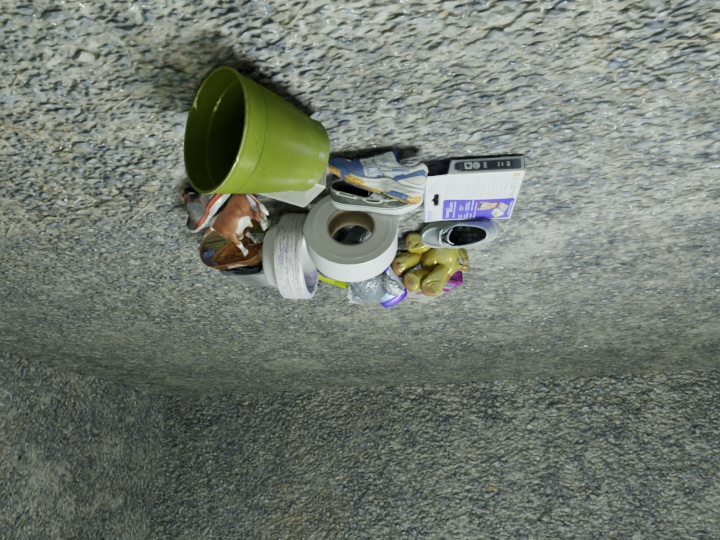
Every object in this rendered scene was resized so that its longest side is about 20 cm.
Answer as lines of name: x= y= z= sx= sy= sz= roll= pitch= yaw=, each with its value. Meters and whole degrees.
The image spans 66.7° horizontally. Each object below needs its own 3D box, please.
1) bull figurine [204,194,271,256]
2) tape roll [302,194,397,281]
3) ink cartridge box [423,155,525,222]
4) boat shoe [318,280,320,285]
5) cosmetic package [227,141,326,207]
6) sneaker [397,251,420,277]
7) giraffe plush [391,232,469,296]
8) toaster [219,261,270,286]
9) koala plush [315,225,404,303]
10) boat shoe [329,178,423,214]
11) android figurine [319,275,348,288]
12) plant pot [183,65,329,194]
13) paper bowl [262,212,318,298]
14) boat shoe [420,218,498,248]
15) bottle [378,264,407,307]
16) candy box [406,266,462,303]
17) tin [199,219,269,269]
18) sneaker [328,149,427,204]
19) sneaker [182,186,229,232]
bull figurine: x=-0.282 y=-0.109 z=1.259 sx=0.121 sy=0.065 sz=0.200 roll=41 pitch=140 yaw=-6
tape roll: x=-0.020 y=-0.077 z=1.182 sx=0.202 sy=0.203 sz=0.071 roll=0 pitch=149 yaw=2
ink cartridge box: x=0.233 y=-0.169 z=1.166 sx=0.200 sy=0.043 sz=0.198 roll=-3 pitch=157 yaw=4
boat shoe: x=-0.206 y=0.007 z=1.566 sx=0.199 sy=0.068 sz=0.074 roll=13 pitch=154 yaw=-27
cosmetic package: x=-0.176 y=-0.199 z=1.072 sx=0.200 sy=0.071 sz=0.105 roll=15 pitch=154 yaw=-30
sneaker: x=0.066 y=-0.003 z=1.497 sx=0.200 sy=0.096 sz=0.079 roll=1 pitch=157 yaw=0
giraffe plush: x=0.198 y=-0.020 z=1.427 sx=0.200 sy=0.173 sz=0.162 roll=-40 pitch=159 yaw=6
toaster: x=-0.283 y=-0.021 z=1.447 sx=0.200 sy=0.114 sz=0.129 roll=-4 pitch=159 yaw=11
koala plush: x=0.000 y=0.000 z=1.315 sx=0.177 sy=0.184 sz=0.200 roll=-13 pitch=125 yaw=34
boat shoe: x=0.034 y=-0.163 z=1.151 sx=0.200 sy=0.071 sz=0.064 roll=-1 pitch=151 yaw=3
android figurine: x=-0.067 y=0.011 z=1.512 sx=0.200 sy=0.041 sz=0.182 roll=20 pitch=-171 yaw=23
plant pot: x=-0.163 y=-0.211 z=0.920 sx=0.193 sy=0.201 sz=0.200 roll=7 pitch=159 yaw=-43
paper bowl: x=-0.164 y=-0.034 z=1.282 sx=0.104 sy=0.201 sz=0.201 roll=1 pitch=157 yaw=8
boat shoe: x=0.219 y=-0.087 z=1.281 sx=0.201 sy=0.070 sz=0.071 roll=-4 pitch=-170 yaw=37
bottle: x=0.043 y=0.000 z=1.428 sx=0.083 sy=0.065 sz=0.200 roll=-30 pitch=108 yaw=9
candy box: x=0.190 y=0.032 z=1.622 sx=0.136 sy=0.061 sz=0.200 roll=11 pitch=154 yaw=-24
tin: x=-0.308 y=-0.064 z=1.349 sx=0.200 sy=0.112 sz=0.042 roll=-9 pitch=165 yaw=23
sneaker: x=0.037 y=-0.199 z=1.082 sx=0.200 sy=0.088 sz=0.075 roll=19 pitch=-177 yaw=9
sneaker: x=-0.357 y=-0.154 z=1.219 sx=0.082 sy=0.077 sz=0.200 roll=40 pitch=143 yaw=-15
